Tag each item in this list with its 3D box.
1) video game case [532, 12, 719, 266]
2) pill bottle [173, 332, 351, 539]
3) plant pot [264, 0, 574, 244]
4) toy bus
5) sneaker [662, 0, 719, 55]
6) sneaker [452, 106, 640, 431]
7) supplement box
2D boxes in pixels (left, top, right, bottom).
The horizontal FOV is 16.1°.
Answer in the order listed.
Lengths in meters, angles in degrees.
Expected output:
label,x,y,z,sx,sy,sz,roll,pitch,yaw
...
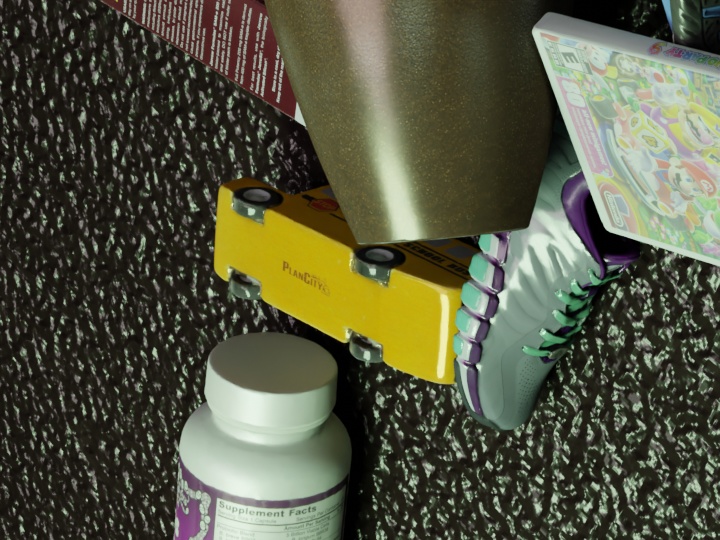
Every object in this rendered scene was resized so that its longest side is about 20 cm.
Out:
label,x,y,z,sx,sy,sz,roll,pitch,yaw
video game case,0.183,-0.051,1.262,0.199,0.018,0.144,20,146,41
pill bottle,-0.063,0.146,1.627,0.112,0.112,0.202,27,123,38
plant pot,0.035,-0.118,1.343,0.186,0.186,0.202,-2,94,48
toy bus,0.000,0.000,1.528,0.199,0.078,0.066,26,123,39
sneaker,0.165,-0.192,1.227,0.077,0.075,0.201,-136,33,-54
sneaker,0.109,0.010,1.421,0.087,0.074,0.202,24,121,34
supplement box,-0.057,-0.162,1.508,0.199,0.108,0.061,32,127,35
